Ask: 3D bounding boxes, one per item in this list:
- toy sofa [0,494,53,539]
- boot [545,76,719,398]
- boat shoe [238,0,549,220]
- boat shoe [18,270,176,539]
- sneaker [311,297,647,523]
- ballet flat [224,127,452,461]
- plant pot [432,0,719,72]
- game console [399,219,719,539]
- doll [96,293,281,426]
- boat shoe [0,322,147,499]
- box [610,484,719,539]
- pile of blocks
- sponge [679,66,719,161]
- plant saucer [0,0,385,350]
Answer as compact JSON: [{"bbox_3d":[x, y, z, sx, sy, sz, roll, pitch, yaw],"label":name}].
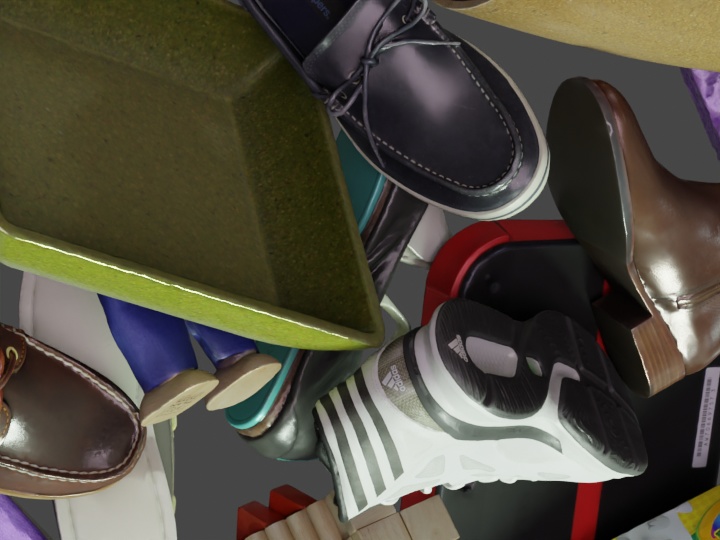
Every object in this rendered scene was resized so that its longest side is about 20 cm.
[{"bbox_3d":[-0.221,0.108,1.170,0.083,0.098,0.200,-41,104,-1],"label":"toy sofa"},{"bbox_3d":[0.193,-0.055,1.195,0.200,0.064,0.187,-29,130,-15],"label":"boot"},{"bbox_3d":[0.006,-0.099,1.146,0.075,0.062,0.200,-45,73,9],"label":"boat shoe"},{"bbox_3d":[-0.123,0.056,1.193,0.072,0.060,0.202,-5,82,-7],"label":"boat shoe"},{"bbox_3d":[0.046,0.071,1.161,0.115,0.200,0.076,-28,63,25],"label":"sneaker"},{"bbox_3d":[0.000,0.000,1.210,0.068,0.068,0.200,25,90,-30],"label":"ballet flat"},{"bbox_3d":[0.157,-0.166,1.133,0.200,0.186,0.187,23,96,-24],"label":"plant pot"},{"bbox_3d":[0.106,0.073,1.242,0.177,0.031,0.200,-2,107,-29],"label":"game console"},{"bbox_3d":[-0.114,-0.029,1.148,0.136,0.048,0.200,-12,68,-44],"label":"doll"},{"bbox_3d":[-0.186,0.049,1.108,0.200,0.070,0.070,19,71,-15],"label":"boat shoe"},{"bbox_3d":[0.131,0.186,1.253,0.200,0.048,0.117,-25,138,-4],"label":"box"},{"bbox_3d":[-0.048,0.146,1.217,0.200,0.082,0.062,-28,80,14],"label":"pile of blocks"},{"bbox_3d":[0.192,-0.160,1.236,0.111,0.030,0.200,-27,106,-4],"label":"sponge"},{"bbox_3d":[-0.097,-0.052,1.104,0.200,0.200,0.048,18,131,-34],"label":"plant saucer"}]
